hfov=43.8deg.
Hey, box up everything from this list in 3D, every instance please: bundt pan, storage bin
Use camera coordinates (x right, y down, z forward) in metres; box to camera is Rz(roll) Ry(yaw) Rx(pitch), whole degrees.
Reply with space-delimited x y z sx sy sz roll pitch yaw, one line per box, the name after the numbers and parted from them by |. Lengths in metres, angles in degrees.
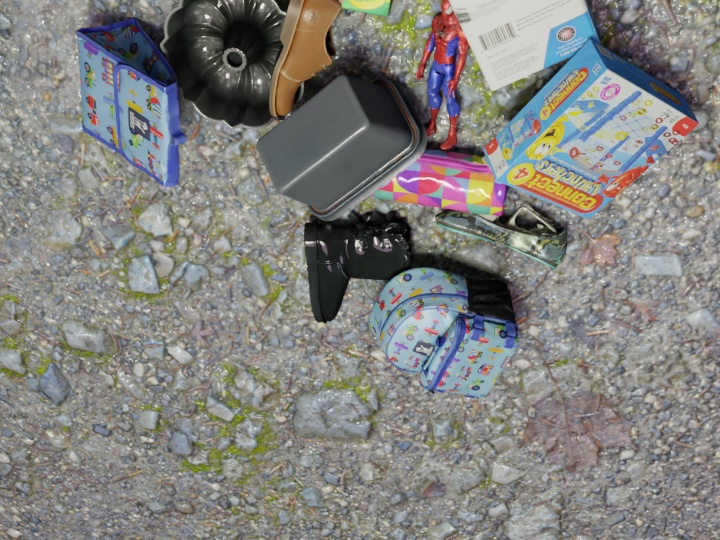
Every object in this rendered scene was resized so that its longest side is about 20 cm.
-0.156 -0.293 1.180 0.198 0.076 0.205 6 128 8 | bundt pan
-0.037 -0.176 1.175 0.198 0.134 0.147 -33 73 22 | storage bin

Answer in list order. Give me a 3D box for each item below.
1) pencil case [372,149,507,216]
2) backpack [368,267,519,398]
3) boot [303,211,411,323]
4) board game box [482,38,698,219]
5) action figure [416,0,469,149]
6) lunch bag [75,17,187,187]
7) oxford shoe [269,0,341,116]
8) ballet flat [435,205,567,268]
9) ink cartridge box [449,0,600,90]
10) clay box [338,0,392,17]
0.114 -0.130 1.243 0.196 0.089 0.090 6 128 7 | pencil case
0.118 0.091 1.352 0.197 0.136 0.184 14 130 -20 | backpack
0.000 0.000 1.377 0.159 0.074 0.201 -1 128 5 | boot
0.293 -0.171 1.143 0.198 0.057 0.196 15 133 -36 | board game box
0.108 -0.258 1.165 0.065 0.051 0.203 31 134 33 | action figure
-0.287 -0.217 1.191 0.199 0.093 0.152 40 137 32 | lunch bag
-0.069 -0.253 1.084 0.070 0.072 0.201 14 147 -9 | oxford shoe
0.207 -0.067 1.293 0.197 0.075 0.075 19 128 -5 | ballet flat
0.182 -0.342 1.070 0.144 0.085 0.202 -19 120 23 | ink cartridge box
-0.052 -0.366 1.080 0.196 0.116 0.048 11 129 4 | clay box
